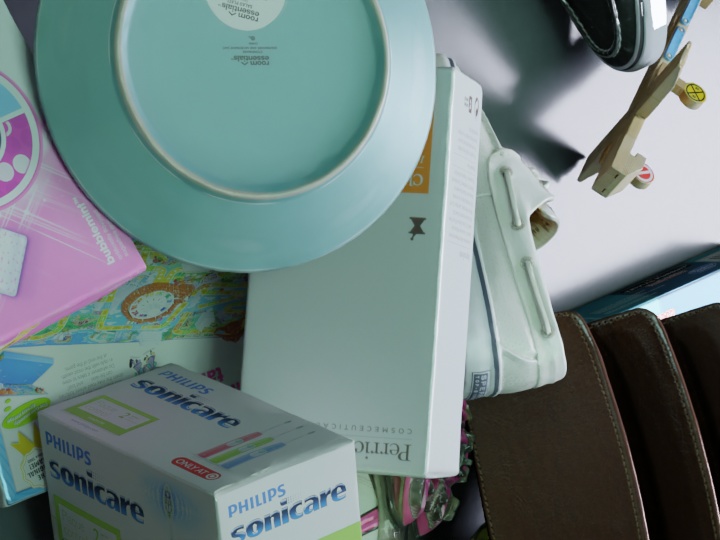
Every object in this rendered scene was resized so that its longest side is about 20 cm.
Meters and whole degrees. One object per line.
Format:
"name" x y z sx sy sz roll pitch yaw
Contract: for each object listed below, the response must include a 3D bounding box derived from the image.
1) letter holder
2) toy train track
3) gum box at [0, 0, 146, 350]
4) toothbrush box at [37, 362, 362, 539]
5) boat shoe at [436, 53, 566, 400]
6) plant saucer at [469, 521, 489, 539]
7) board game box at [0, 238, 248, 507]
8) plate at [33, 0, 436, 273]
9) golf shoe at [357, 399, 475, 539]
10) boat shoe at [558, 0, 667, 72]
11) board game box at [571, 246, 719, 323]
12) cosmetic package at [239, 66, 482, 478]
"letter holder" 0.148 0.121 1.396 0.100 0.142 0.201 15 60 -61
"toy train track" 0.180 -0.109 1.502 0.032 0.115 0.200 33 49 -6
"gum box" -0.200 -0.058 1.202 0.113 0.066 0.200 -28 90 -34
"toothbrush box" -0.071 0.163 1.254 0.086 0.145 0.201 -19 115 -36
"boat shoe" 0.069 -0.027 1.389 0.070 0.071 0.201 -5 60 -11
"plant saucer" 0.098 0.233 1.426 0.200 0.031 0.200 46 30 -36
"board game box" -0.117 0.022 1.313 0.200 0.034 0.135 -19 101 -36
"plate" -0.053 -0.099 1.221 0.199 0.026 0.201 1 86 -21
"golf shoe" -0.010 0.151 1.369 0.073 0.092 0.201 49 56 -59
"boat shoe" 0.107 -0.195 1.457 0.068 0.073 0.200 -32 112 -32
"board game box" 0.203 0.100 1.547 0.151 0.047 0.201 -21 103 -35
"cosmetic package" 0.000 0.000 1.306 0.071 0.101 0.201 15 78 -75
